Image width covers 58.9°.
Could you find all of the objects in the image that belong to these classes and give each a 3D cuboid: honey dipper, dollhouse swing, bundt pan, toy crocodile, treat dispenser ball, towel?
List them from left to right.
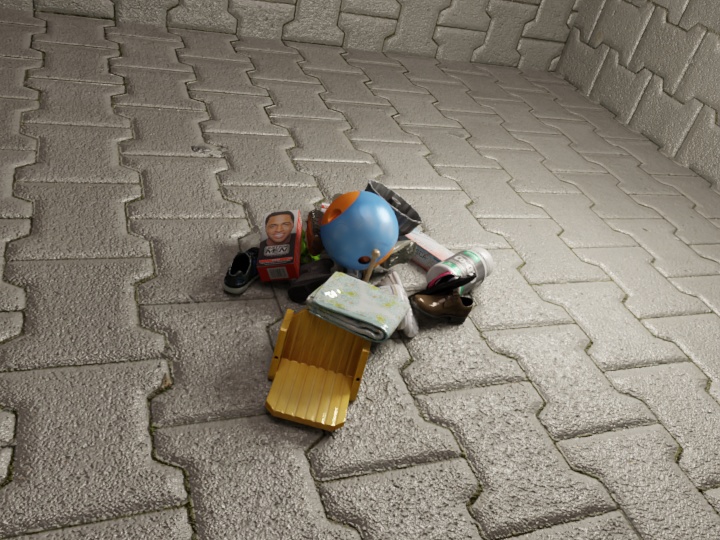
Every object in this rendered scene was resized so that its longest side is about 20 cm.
[{"bbox_3d":[-0.172,-0.068,1.779,0.067,0.062,0.200,14,29,-54],"label":"toy crocodile"},{"bbox_3d":[-0.092,0.205,1.351,0.199,0.183,0.176,16,15,-1],"label":"dollhouse swing"},{"bbox_3d":[-0.003,0.077,1.425,0.199,0.048,0.171,24,29,12],"label":"towel"},{"bbox_3d":[-0.002,-0.101,1.627,0.199,0.202,0.201,10,35,-7],"label":"treat dispenser ball"},{"bbox_3d":[0.013,0.027,1.592,0.038,0.201,0.038,11,41,-10],"label":"honey dipper"},{"bbox_3d":[0.082,-0.175,1.856,0.201,0.076,0.202,35,19,-13],"label":"bundt pan"}]

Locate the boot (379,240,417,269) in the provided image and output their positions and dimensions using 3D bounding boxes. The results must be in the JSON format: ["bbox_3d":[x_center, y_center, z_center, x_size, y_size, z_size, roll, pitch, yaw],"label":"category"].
[{"bbox_3d":[0.039,-0.085,1.797,0.199,0.073,0.181,29,26,31],"label":"boot"}]

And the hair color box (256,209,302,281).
[{"bbox_3d":[-0.210,-0.068,1.677,0.101,0.061,0.201,-6,47,5],"label":"hair color box"}]

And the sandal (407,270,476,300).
[{"bbox_3d":[0.209,0.034,1.684,0.075,0.199,0.045,9,64,-56],"label":"sandal"}]

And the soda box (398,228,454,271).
[{"bbox_3d":[0.183,-0.063,1.905,0.200,0.064,0.068,37,40,27],"label":"soda box"}]

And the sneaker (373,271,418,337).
[{"bbox_3d":[0.093,0.099,1.663,0.082,0.075,0.201,-25,47,5],"label":"sneaker"}]

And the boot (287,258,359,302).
[{"bbox_3d":[-0.086,0.011,1.636,0.199,0.070,0.132,-5,32,17],"label":"boot"}]

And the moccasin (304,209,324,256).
[{"bbox_3d":[-0.119,-0.106,1.766,0.073,0.078,0.202,17,29,-18],"label":"moccasin"}]

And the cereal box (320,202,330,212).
[{"bbox_3d":[-0.057,-0.127,1.919,0.143,0.040,0.201,12,35,-8],"label":"cereal box"}]

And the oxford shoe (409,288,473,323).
[{"bbox_3d":[0.214,0.079,1.663,0.199,0.085,0.073,8,37,-36],"label":"oxford shoe"}]

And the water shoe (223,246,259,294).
[{"bbox_3d":[-0.288,-0.018,1.645,0.071,0.079,0.200,17,35,2],"label":"water shoe"}]

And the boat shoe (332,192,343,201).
[{"bbox_3d":[-0.001,-0.162,1.897,0.200,0.071,0.062,39,28,19],"label":"boat shoe"}]

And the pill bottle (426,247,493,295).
[{"bbox_3d":[0.285,0.007,1.803,0.113,0.114,0.199,36,40,26],"label":"pill bottle"}]

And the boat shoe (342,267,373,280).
[{"bbox_3d":[0.000,0.000,1.739,0.090,0.071,0.201,12,35,-8],"label":"boat shoe"}]

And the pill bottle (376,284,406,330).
[{"bbox_3d":[0.005,0.101,1.549,0.198,0.112,0.111,-8,39,-6],"label":"pill bottle"}]
